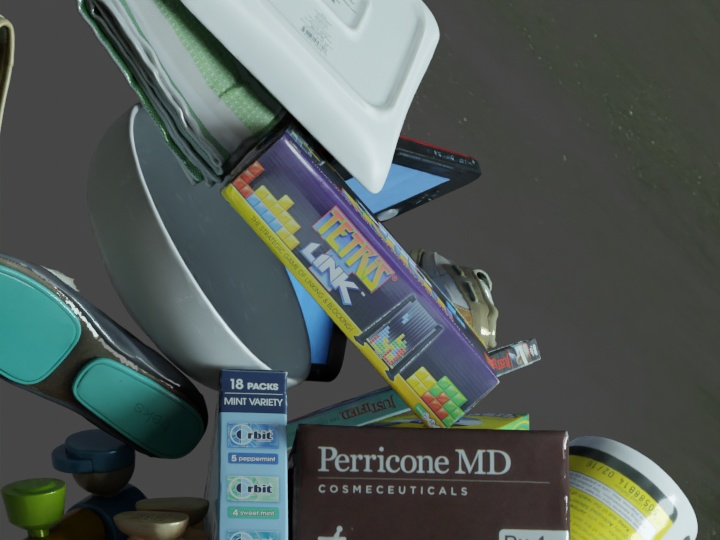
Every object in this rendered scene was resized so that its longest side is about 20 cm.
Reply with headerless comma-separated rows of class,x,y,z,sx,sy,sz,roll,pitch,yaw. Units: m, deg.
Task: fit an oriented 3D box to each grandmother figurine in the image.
grandmother figurine,-0.115,0.238,1.305,0.121,0.060,0.200,-17,108,-66

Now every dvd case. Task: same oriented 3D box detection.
dvd case,0.029,0.092,1.649,0.200,0.146,0.022,-17,87,-61

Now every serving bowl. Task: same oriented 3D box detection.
serving bowl,-0.110,-0.003,1.396,0.200,0.066,0.200,54,15,-22

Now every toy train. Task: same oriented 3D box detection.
toy train,-0.189,0.174,1.314,0.200,0.085,0.116,-28,117,-57

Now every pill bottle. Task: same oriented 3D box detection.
pill bottle,0.129,0.216,1.505,0.200,0.111,0.111,-48,137,-26

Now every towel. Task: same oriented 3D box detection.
towel,-0.090,-0.156,1.436,0.149,0.031,0.200,57,36,-12

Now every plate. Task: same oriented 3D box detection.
plate,-0.025,-0.177,1.483,0.200,0.032,0.200,45,36,-20

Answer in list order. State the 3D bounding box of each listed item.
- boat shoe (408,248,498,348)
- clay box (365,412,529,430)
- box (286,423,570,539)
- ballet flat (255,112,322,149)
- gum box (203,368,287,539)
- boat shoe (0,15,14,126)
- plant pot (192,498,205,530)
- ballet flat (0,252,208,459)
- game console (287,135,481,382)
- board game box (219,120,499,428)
boat shoe,0.067,0.031,1.713,0.200,0.068,0.075,-88,178,-74
clay box,0.058,0.137,1.709,0.200,0.115,0.048,-12,101,-73
box,0.035,0.206,1.354,0.164,0.166,0.200,105,-14,-75
ballet flat,-0.055,-0.110,1.540,0.200,0.068,0.069,16,70,-64
gum box,-0.069,0.187,1.339,0.170,0.044,0.200,101,-12,-57
boat shoe,-0.232,-0.044,1.220,0.073,0.063,0.200,9,87,-62
plant pot,-0.038,0.237,1.533,0.200,0.186,0.187,51,50,-38
ballet flat,-0.174,0.043,1.328,0.200,0.073,0.073,37,58,-28
game console,-0.006,-0.007,1.591,0.200,0.172,0.119,8,61,-65
board game box,0.000,0.000,1.414,0.200,0.057,0.165,49,3,-6
